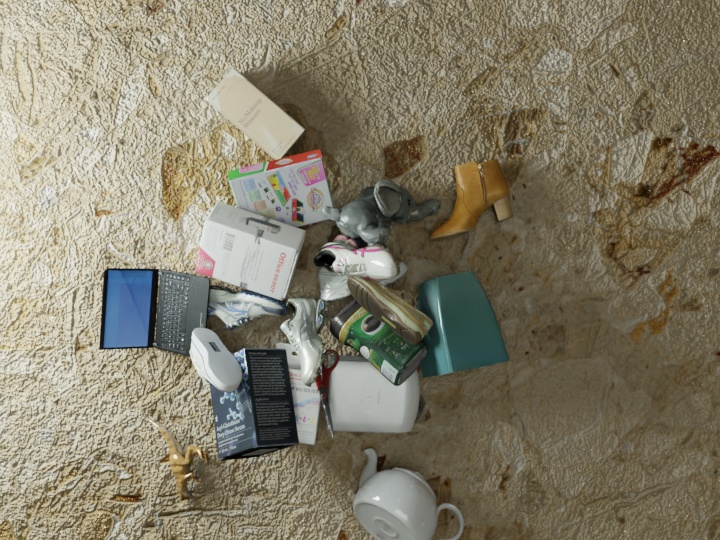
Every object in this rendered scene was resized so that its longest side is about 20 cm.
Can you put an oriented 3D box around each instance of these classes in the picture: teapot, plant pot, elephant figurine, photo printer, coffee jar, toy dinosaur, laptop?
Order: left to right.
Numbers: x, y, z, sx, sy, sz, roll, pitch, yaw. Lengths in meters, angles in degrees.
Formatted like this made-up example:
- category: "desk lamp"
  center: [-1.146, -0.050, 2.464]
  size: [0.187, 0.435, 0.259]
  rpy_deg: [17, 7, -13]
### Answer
- category: "laptop"
  center: [-0.431, 0.092, 1.705]
  size: [0.199, 0.103, 0.178]
  rpy_deg: [10, 100, 21]
- category: "toy dinosaur"
  center: [-0.389, 0.403, 1.755]
  size: [0.106, 0.060, 0.201]
  rpy_deg: [-16, 93, 0]
- category: "photo printer"
  center: [0.028, 0.269, 1.760]
  size: [0.199, 0.069, 0.167]
  rpy_deg: [3, 92, -2]
- category: "coffee jar"
  center: [0.034, 0.145, 1.713]
  size: [0.200, 0.085, 0.104]
  rpy_deg: [37, 57, 20]
- category: "elephant figurine"
  center: [0.051, -0.132, 1.729]
  size: [0.141, 0.155, 0.200]
  rpy_deg: [24, 67, 36]
- category: "teapot"
  center: [0.094, 0.495, 1.735]
  size: [0.146, 0.197, 0.200]
  rpy_deg: [-47, 119, -35]
- category: "plant pot"
  center: [0.202, 0.111, 1.716]
  size: [0.141, 0.141, 0.201]
  rpy_deg: [-8, 82, -21]

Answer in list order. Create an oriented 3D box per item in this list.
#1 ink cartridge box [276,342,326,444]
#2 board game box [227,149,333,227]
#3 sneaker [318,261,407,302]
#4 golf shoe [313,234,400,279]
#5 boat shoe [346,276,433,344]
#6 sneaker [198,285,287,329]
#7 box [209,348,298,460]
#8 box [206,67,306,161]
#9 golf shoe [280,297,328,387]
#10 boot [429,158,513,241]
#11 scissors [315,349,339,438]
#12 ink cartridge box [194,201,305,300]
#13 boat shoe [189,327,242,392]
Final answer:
- category: "ink cartridge box"
  center: [-0.140, 0.264, 1.755]
  size: [0.115, 0.068, 0.201]
  rpy_deg: [7, 92, -3]
- category: "board game box"
  center: [-0.163, -0.159, 1.714]
  size: [0.199, 0.040, 0.153]
  rpy_deg: [-13, 125, -2]
- category: "sneaker"
  center: [0.000, 0.000, 1.748]
  size: [0.199, 0.078, 0.100]
  rpy_deg: [-15, 89, -3]
- category: "golf shoe"
  center: [-0.007, -0.011, 1.645]
  size: [0.092, 0.200, 0.073]
  rpy_deg: [-36, 125, -33]
- category: "boat shoe"
  center: [0.063, 0.066, 1.682]
  size: [0.200, 0.072, 0.076]
  rpy_deg: [42, 63, 11]
- category: "sneaker"
  center: [-0.255, 0.085, 1.747]
  size: [0.199, 0.077, 0.086]
  rpy_deg: [8, 96, 7]
- category: "box"
  center: [-0.222, 0.274, 1.670]
  size: [0.107, 0.148, 0.201]
  rpy_deg: [6, 65, -41]
- category: "box"
  center: [-0.219, -0.326, 1.722]
  size: [0.200, 0.078, 0.095]
  rpy_deg: [39, 91, -3]
- category: "golf shoe"
  center: [-0.124, 0.146, 1.687]
  size: [0.097, 0.078, 0.201]
  rpy_deg: [14, 52, -18]
- category: "boot"
  center: [0.223, -0.155, 1.759]
  size: [0.201, 0.071, 0.144]
  rpy_deg: [-19, 87, -5]
- category: "scissors"
  center: [-0.084, 0.251, 1.693]
  size: [0.073, 0.014, 0.201]
  rpy_deg: [0, 64, 3]
- category: "ink cartridge box"
  center: [-0.229, -0.040, 1.701]
  size: [0.199, 0.085, 0.146]
  rpy_deg: [20, 127, -2]
- category: "boat shoe"
  center: [-0.299, 0.193, 1.635]
  size: [0.072, 0.200, 0.066]
  rpy_deg: [3, 117, -38]
